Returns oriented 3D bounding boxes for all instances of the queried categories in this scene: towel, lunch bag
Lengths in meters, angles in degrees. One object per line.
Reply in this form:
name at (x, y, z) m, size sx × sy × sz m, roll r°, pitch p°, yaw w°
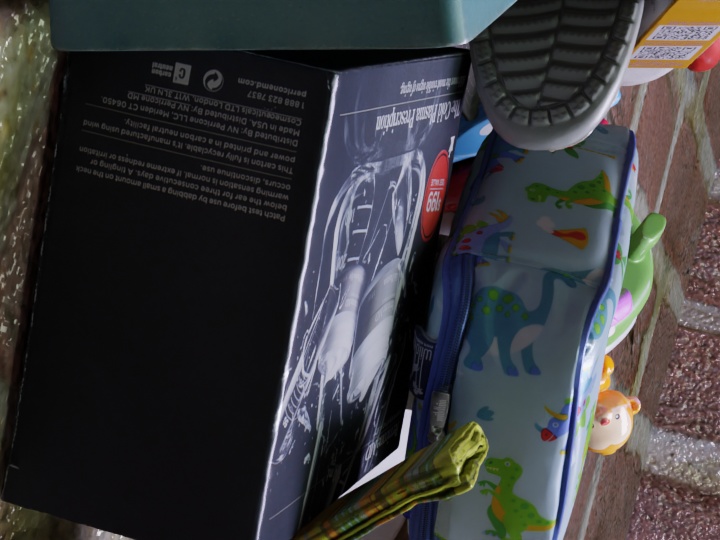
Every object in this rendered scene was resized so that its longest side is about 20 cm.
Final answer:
towel at (-0.038, 0.119, 0.777) m, size 0.018 × 0.200 × 0.086 m, roll 59°, pitch 11°, yaw 2°
lunch bag at (0.073, 0.033, 0.900) m, size 0.200 × 0.082 × 0.161 m, roll -69°, pitch 167°, yaw -54°

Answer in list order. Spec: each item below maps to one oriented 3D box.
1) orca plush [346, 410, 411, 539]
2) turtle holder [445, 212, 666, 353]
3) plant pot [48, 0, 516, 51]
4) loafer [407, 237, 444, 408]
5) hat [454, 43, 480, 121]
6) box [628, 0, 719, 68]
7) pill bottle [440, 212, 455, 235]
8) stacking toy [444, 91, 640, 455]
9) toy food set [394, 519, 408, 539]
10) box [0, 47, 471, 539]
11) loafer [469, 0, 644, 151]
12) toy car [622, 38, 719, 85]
orca plush at (-0.005, 0.064, 1.101) m, size 0.105 × 0.071 × 0.201 m, roll -17°, pitch 118°, yaw -21°
turtle holder at (0.114, 0.025, 1.306) m, size 0.132 × 0.140 × 0.186 m, roll 112°, pitch -6°, yaw -50°
plant pot at (-0.021, -0.186, 0.638) m, size 0.141 × 0.141 × 0.201 m, roll -45°, pitch 134°, yaw -63°
loafer at (0.000, 0.000, 0.970) m, size 0.200 × 0.069 × 0.075 m, roll 74°, pitch 25°, yaw -53°
hat at (0.027, -0.171, 0.917) m, size 0.201 × 0.081 × 0.202 m, roll 4°, pitch 90°, yaw -76°
box at (0.143, -0.164, 0.829) m, size 0.200 × 0.041 × 0.120 m, roll 135°, pitch -44°, yaw -82°
pill bottle at (0.089, -0.119, 1.144) m, size 0.109 × 0.109 × 0.201 m, roll -19°, pitch 120°, yaw -72°
stacking toy at (0.103, 0.004, 1.046) m, size 0.110 × 0.116 × 0.201 m, roll -149°, pitch -139°, yaw -83°
toy food set at (0.034, 0.199, 1.147) m, size 0.198 × 0.048 × 0.200 m, roll -85°, pitch -158°, yaw -46°
box at (-0.041, -0.005, 0.776) m, size 0.200 × 0.104 × 0.183 m, roll -27°, pitch 129°, yaw -71°
loafer at (0.091, -0.133, 0.864) m, size 0.070 × 0.075 × 0.201 m, roll 71°, pitch 25°, yaw -60°
toy car at (0.180, -0.174, 1.022) m, size 0.150 × 0.199 × 0.176 m, roll 42°, pitch 31°, yaw -42°
